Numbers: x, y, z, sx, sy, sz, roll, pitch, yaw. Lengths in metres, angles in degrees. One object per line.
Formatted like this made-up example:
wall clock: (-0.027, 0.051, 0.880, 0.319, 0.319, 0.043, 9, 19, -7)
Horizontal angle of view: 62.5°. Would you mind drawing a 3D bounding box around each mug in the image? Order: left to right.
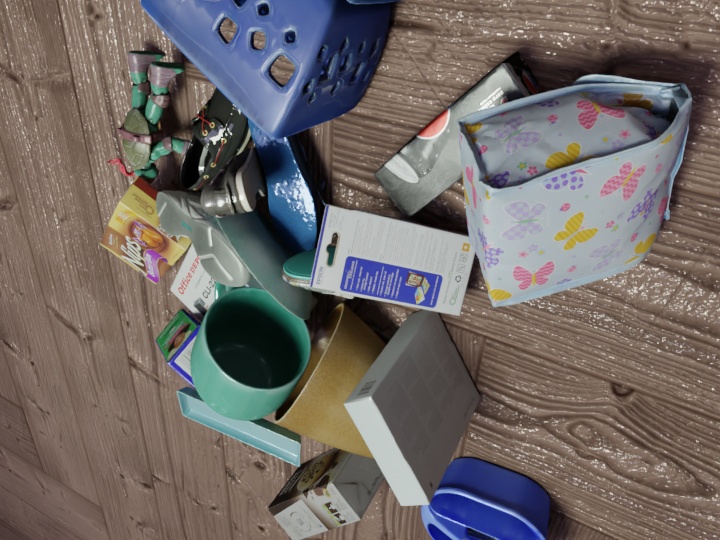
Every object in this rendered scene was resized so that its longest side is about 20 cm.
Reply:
mug: (-0.152, 0.109, 0.810, 0.148, 0.188, 0.115, 22, 133, -14)

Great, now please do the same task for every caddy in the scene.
caddy: (0.186, 0.371, 0.867, 0.194, 0.105, 0.146, 12, 123, 25)

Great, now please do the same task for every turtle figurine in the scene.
turtle figurine: (-0.297, -0.201, 0.856, 0.146, 0.101, 0.206, 22, 120, 18)

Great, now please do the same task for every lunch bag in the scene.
lunch bag: (0.200, -0.078, 0.564, 0.193, 0.130, 0.172, -15, 140, 5)

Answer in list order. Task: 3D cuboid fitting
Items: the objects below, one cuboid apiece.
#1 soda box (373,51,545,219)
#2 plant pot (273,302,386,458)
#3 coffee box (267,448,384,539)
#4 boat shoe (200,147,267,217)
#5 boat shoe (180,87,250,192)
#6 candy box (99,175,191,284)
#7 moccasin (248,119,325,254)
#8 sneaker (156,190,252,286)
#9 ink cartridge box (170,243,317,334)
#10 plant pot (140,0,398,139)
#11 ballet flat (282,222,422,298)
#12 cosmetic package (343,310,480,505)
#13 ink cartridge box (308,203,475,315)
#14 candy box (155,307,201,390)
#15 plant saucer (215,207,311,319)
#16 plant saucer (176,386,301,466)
soda box: (0.107, -0.143, 0.654, 0.071, 0.063, 0.198, 51, 129, -4)
plant pot: (0.005, 0.182, 0.846, 0.197, 0.189, 0.187, 33, 131, -9)
coffee box: (-0.058, 0.377, 1.019, 0.080, 0.113, 0.199, 49, 129, -4)
boat shoe: (-0.156, -0.113, 0.750, 0.055, 0.201, 0.069, -11, 108, 2)
boat shoe: (-0.193, -0.185, 0.795, 0.075, 0.062, 0.203, 59, 135, 28)
candy box: (-0.333, -0.057, 0.931, 0.116, 0.057, 0.198, 38, 147, -17)
moccasin: (-0.085, -0.126, 0.784, 0.078, 0.068, 0.207, -4, 110, 19)
sneaker: (-0.198, -0.055, 0.809, 0.199, 0.079, 0.072, 41, 129, 28)
ink cartridge box: (-0.185, 0.037, 0.923, 0.200, 0.084, 0.145, 44, 130, 3)
plant pot: (-0.066, -0.283, 0.601, 0.200, 0.200, 0.180, 44, 125, 2)
ballet flat: (0.000, 0.000, 0.750, 0.194, 0.072, 0.074, -16, 114, -6)
cosmetic package: (0.075, 0.166, 0.760, 0.051, 0.200, 0.154, -21, 104, 38)
ink cartridge box: (0.039, -0.012, 0.700, 0.194, 0.037, 0.098, 11, 99, -19)
candy box: (-0.238, 0.156, 0.953, 0.170, 0.077, 0.199, 48, 163, -20)
plant saucer: (-0.119, -0.026, 0.806, 0.038, 0.201, 0.203, -37, 94, 5)
plant saucer: (-0.171, 0.221, 0.848, 0.194, 0.019, 0.071, 19, 137, 10)
